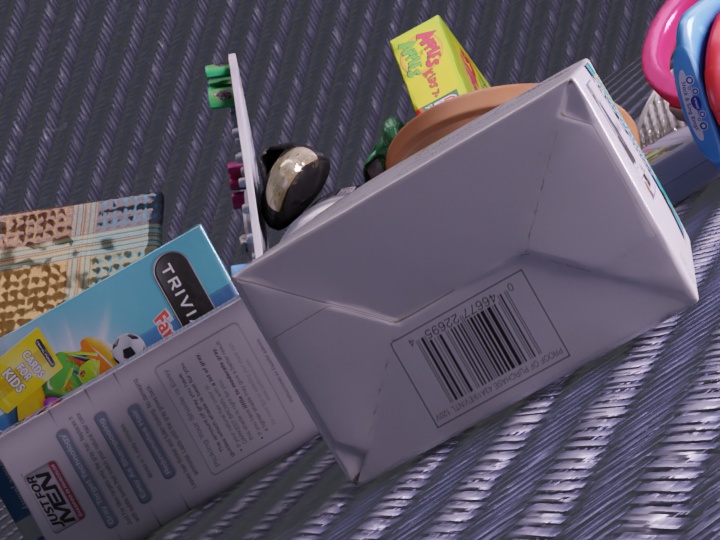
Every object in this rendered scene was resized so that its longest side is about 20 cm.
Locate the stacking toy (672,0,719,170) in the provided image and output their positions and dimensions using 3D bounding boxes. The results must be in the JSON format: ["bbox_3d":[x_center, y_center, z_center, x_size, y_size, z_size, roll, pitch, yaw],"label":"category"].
[{"bbox_3d":[0.304,-0.131,1.071,0.199,0.117,0.109,-4,22,47],"label":"stacking toy"}]

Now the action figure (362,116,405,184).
[{"bbox_3d":[0.050,-0.062,1.443,0.118,0.055,0.200,-33,-37,-3],"label":"action figure"}]

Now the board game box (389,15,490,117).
[{"bbox_3d":[0.096,-0.112,1.426,0.047,0.102,0.200,-26,-33,13],"label":"board game box"}]

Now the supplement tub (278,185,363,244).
[{"bbox_3d":[0.000,0.000,1.293,0.122,0.123,0.200,-29,3,5],"label":"supplement tub"}]

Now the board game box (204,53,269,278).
[{"bbox_3d":[-0.085,-0.027,1.297,0.026,0.202,0.200,-9,-22,-1],"label":"board game box"}]

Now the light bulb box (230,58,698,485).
[{"bbox_3d":[0.063,-0.008,0.909,0.197,0.126,0.200,-29,3,13],"label":"light bulb box"}]

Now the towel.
[{"bbox_3d":[-0.214,0.041,1.255,0.145,0.202,0.022,-7,-29,15],"label":"towel"}]

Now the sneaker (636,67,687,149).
[{"bbox_3d":[0.308,-0.147,1.388,0.075,0.104,0.201,35,89,43],"label":"sneaker"}]

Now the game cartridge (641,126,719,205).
[{"bbox_3d":[0.188,-0.053,1.247,0.199,0.041,0.133,-30,8,-7],"label":"game cartridge"}]

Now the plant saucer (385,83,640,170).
[{"bbox_3d":[0.119,-0.077,1.342,0.198,0.033,0.201,-2,-28,-1],"label":"plant saucer"}]

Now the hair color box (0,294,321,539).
[{"bbox_3d":[-0.119,0.097,1.083,0.199,0.100,0.061,-30,4,-5],"label":"hair color box"}]

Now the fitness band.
[{"bbox_3d":[0.297,-0.177,1.300,0.199,0.037,0.145,14,72,53],"label":"fitness band"}]

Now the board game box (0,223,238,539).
[{"bbox_3d":[-0.156,0.084,1.140,0.199,0.152,0.047,-30,5,-6],"label":"board game box"}]

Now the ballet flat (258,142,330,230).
[{"bbox_3d":[-0.060,-0.069,1.307,0.067,0.057,0.200,-49,2,-2],"label":"ballet flat"}]
